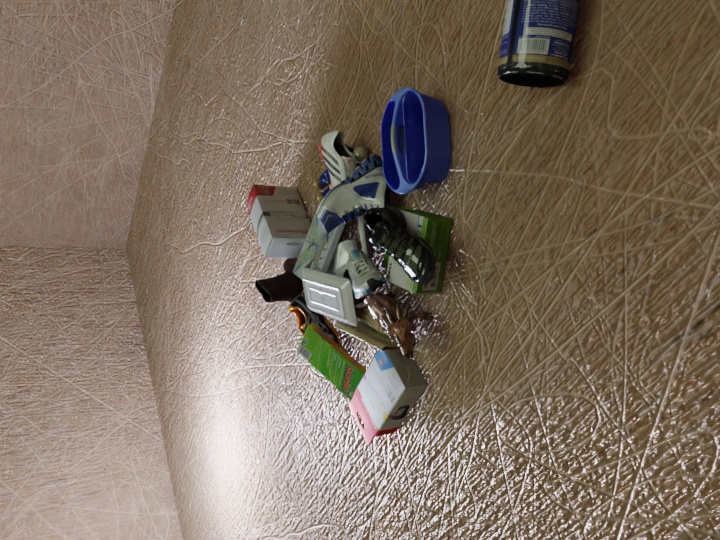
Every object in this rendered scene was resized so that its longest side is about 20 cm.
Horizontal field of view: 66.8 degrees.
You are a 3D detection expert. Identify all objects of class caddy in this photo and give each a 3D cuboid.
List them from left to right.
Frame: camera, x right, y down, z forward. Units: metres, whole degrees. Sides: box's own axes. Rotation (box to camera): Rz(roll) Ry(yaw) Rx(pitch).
[{"bbox_3d":[0.101,-0.255,1.088,0.139,0.102,0.209,-9,83,55],"label":"caddy"}]

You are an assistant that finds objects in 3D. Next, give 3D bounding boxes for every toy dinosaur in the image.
[{"bbox_3d":[0.056,0.089,1.093,0.197,0.134,0.088,32,96,31],"label":"toy dinosaur"}]

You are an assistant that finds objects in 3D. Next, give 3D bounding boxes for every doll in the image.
[{"bbox_3d":[-0.043,-0.239,1.349,0.198,0.047,0.141,-34,66,46],"label":"doll"}]

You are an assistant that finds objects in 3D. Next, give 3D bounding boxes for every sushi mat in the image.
[{"bbox_3d":[0.029,0.141,1.206,0.197,0.093,0.013,17,104,54],"label":"sushi mat"}]

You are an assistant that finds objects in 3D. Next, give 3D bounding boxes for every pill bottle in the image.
[{"bbox_3d":[0.275,-0.395,0.830,0.110,0.109,0.209,20,106,53],"label":"pill bottle"}]

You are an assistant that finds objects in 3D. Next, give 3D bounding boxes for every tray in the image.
[{"bbox_3d":[-0.079,0.060,1.247,0.197,0.022,0.112,13,115,52],"label":"tray"}]

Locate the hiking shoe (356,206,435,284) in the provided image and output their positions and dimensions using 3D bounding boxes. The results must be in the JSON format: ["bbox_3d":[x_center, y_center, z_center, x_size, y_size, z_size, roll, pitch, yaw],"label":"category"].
[{"bbox_3d":[0.062,-0.046,1.025,0.202,0.098,0.077,55,132,39],"label":"hiking shoe"}]

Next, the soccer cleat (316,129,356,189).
[{"bbox_3d":[-0.036,-0.225,1.269,0.084,0.068,0.207,-18,93,47],"label":"soccer cleat"}]

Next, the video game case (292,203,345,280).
[{"bbox_3d":[-0.104,-0.067,1.387,0.181,0.021,0.207,28,97,64],"label":"video game case"}]

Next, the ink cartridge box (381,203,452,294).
[{"bbox_3d":[0.089,-0.052,1.134,0.198,0.074,0.154,24,110,51],"label":"ink cartridge box"}]

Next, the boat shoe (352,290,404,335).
[{"bbox_3d":[0.040,0.095,1.221,0.196,0.069,0.073,23,89,33],"label":"boat shoe"}]

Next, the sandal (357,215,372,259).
[{"bbox_3d":[0.021,-0.129,1.251,0.048,0.082,0.212,-4,92,12],"label":"sandal"}]

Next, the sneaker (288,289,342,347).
[{"bbox_3d":[-0.117,0.152,1.403,0.204,0.076,0.078,58,142,4],"label":"sneaker"}]

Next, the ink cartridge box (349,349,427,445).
[{"bbox_3d":[0.055,0.273,1.195,0.118,0.065,0.204,57,134,38],"label":"ink cartridge box"}]

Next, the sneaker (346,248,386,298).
[{"bbox_3d":[0.000,0.000,1.178,0.089,0.073,0.200,64,175,-9],"label":"sneaker"}]

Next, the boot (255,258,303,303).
[{"bbox_3d":[-0.214,0.022,1.499,0.200,0.162,0.075,46,125,44],"label":"boot"}]

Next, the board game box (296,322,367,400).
[{"bbox_3d":[-0.067,0.227,1.343,0.199,0.030,0.097,41,126,15],"label":"board game box"}]

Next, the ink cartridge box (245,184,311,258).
[{"bbox_3d":[-0.223,-0.136,1.527,0.084,0.142,0.204,-56,47,39],"label":"ink cartridge box"}]

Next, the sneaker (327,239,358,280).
[{"bbox_3d":[-0.059,0.017,1.358,0.202,0.069,0.082,-54,52,40],"label":"sneaker"}]

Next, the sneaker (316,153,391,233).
[{"bbox_3d":[0.003,-0.145,1.176,0.199,0.081,0.115,-44,72,-2],"label":"sneaker"}]
